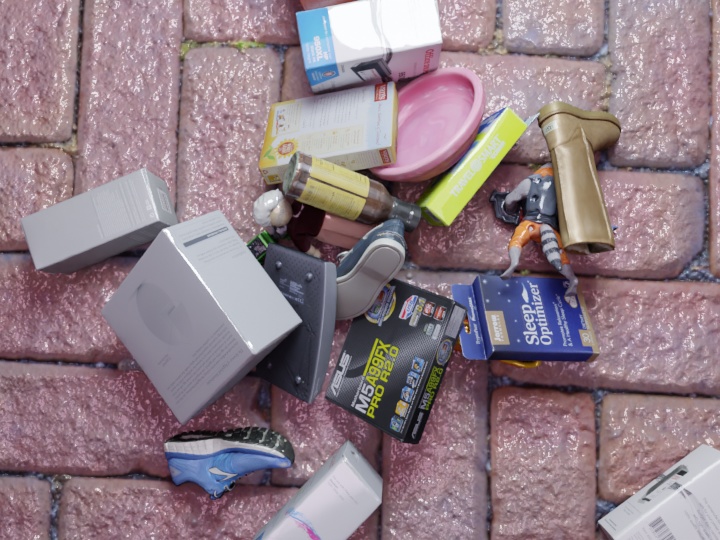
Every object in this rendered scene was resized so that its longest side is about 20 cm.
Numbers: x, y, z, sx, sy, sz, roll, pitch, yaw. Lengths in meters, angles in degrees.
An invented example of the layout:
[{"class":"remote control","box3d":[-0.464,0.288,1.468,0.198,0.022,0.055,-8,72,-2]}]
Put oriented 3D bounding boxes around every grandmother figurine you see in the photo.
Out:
[{"class":"grandmother figurine","box3d":[-0.059,-0.074,1.014,0.196,0.060,0.124,10,97,-25]}]

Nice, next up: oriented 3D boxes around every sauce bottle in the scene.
[{"class":"sauce bottle","box3d":[-0.009,-0.101,0.974,0.196,0.064,0.066,20,87,-22]}]

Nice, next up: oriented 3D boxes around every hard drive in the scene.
[{"class":"hard drive","box3d":[-0.091,0.072,1.013,0.133,0.042,0.205,18,107,40]}]

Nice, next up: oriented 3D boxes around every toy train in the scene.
[{"class":"toy train","box3d":[-0.105,-0.073,1.061,0.199,0.056,0.042,-41,86,0]}]

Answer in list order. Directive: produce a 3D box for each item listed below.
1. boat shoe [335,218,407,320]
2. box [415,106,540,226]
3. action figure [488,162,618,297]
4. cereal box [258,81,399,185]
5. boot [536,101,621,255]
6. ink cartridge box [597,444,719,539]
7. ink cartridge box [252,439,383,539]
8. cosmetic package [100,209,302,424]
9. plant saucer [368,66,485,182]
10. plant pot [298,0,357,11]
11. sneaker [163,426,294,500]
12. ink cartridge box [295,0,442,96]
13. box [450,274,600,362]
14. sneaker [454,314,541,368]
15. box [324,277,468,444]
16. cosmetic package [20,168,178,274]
[{"class":"boat shoe","box3d":[0.000,0.000,0.999,0.074,0.201,0.063,26,47,-12]},{"class":"box","box3d":[0.162,-0.154,1.019,0.047,0.122,0.201,39,89,-7]},{"class":"action figure","box3d":[0.287,-0.067,1.013,0.195,0.105,0.198,8,67,-2]},{"class":"cereal box","box3d":[-0.043,-0.199,1.021,0.195,0.040,0.146,-6,49,14]},{"class":"boot","box3d":[0.321,-0.121,0.992,0.172,0.066,0.205,3,70,-33]},{"class":"ink cartridge box","box3d":[0.463,0.367,0.996,0.198,0.083,0.148,-35,86,1]},{"class":"ink cartridge box","box3d":[-0.062,0.346,0.990,0.085,0.145,0.200,44,89,4]},{"class":"cosmetic package","box3d":[-0.222,0.065,0.986,0.199,0.122,0.202,-41,84,33]},{"class":"plant saucer","box3d":[0.094,-0.202,1.016,0.200,0.201,0.051,-45,127,0]},{"class":"plant pot","box3d":[-0.006,-0.456,1.022,0.191,0.201,0.206,-18,86,10]},{"class":"sneaker","box3d":[-0.190,0.284,1.042,0.195,0.078,0.092,-4,93,11]},{"class":"ink cartridge box","box3d":[0.015,-0.326,1.026,0.195,0.145,0.087,-11,87,2]},{"class":"box","box3d":[0.231,0.067,1.000,0.195,0.033,0.124,2,57,-12]},{"class":"sneaker","box3d":[0.173,0.090,1.030,0.195,0.077,0.075,12,89,5]},{"class":"box","box3d":[0.048,0.119,1.007,0.158,0.044,0.204,20,88,40]},{"class":"cosmetic package","box3d":[-0.382,-0.068,1.050,0.195,0.107,0.092,-19,86,-1]}]
